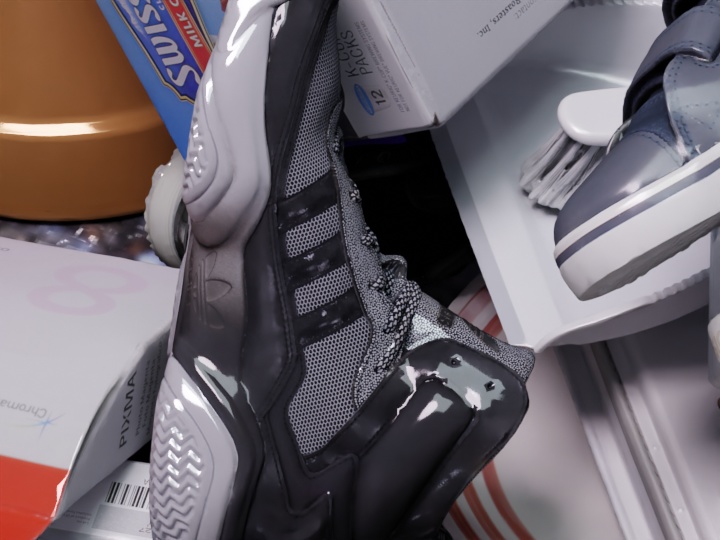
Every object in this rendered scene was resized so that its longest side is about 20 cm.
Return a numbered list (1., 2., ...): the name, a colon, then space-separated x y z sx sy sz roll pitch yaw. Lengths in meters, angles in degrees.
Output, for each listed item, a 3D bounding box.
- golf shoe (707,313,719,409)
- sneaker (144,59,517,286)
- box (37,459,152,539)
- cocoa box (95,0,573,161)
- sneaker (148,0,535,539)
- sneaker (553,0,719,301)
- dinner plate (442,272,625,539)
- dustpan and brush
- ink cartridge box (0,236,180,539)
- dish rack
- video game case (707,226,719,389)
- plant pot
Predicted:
1. golf shoe: 0.134 0.056 0.830 0.094 0.078 0.200 23 55 4
2. sneaker: 0.030 -0.040 1.026 0.200 0.070 0.099 -34 35 -16
3. box: -0.110 0.143 0.893 0.155 0.041 0.201 8 46 10
4. cocoa box: 0.010 -0.146 0.985 0.131 0.134 0.200 -5 30 47
5. sneaker: 0.000 0.000 0.889 0.113 0.201 0.075 8 9 -2
6. sneaker: 0.119 -0.066 0.872 0.200 0.078 0.080 -33 86 -31
7. dinner plate: 0.116 0.055 0.980 0.199 0.024 0.201 -2 46 2
8. dustpan and brush: 0.131 -0.050 0.962 0.199 0.057 0.140 -7 48 -14
9. ink cartridge box: -0.154 0.035 0.929 0.162 0.057 0.200 11 16 16
10. dish rack: 0.160 0.038 0.950 0.171 0.044 0.200 -11 47 -7
11. video game case: 0.210 -0.038 0.930 0.199 0.023 0.183 7 67 -6
12. plant pot: -0.110 -0.137 1.089 0.199 0.140 0.201 0 47 0
